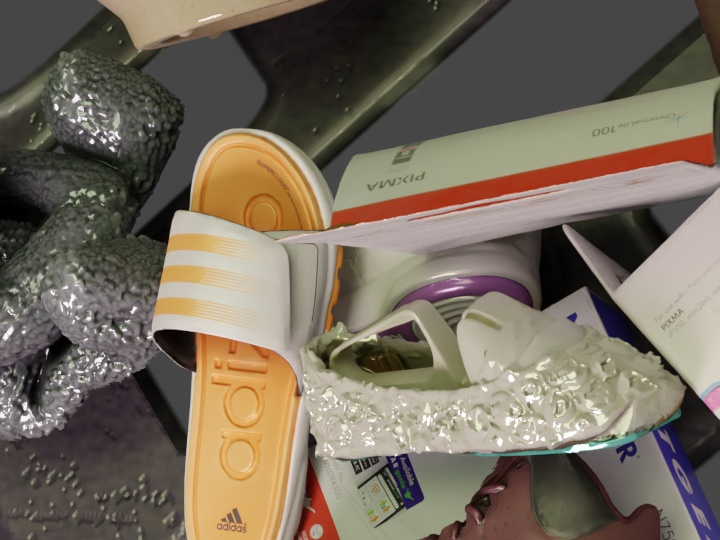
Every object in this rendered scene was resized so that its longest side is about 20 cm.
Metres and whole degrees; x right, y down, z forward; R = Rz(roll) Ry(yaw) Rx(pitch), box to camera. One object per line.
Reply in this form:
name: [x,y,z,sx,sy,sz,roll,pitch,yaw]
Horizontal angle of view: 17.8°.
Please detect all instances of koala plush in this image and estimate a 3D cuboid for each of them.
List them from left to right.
koala plush: [-0.210,-0.024,1.105,0.184,0.199,0.178,-41,38,30]

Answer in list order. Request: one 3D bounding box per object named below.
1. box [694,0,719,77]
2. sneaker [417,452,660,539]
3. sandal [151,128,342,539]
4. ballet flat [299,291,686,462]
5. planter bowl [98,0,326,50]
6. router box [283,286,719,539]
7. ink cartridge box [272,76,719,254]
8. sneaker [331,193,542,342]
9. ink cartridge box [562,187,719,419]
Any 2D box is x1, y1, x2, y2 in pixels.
box: [0.232,-0.121,0.934,0.163,0.166,0.202,-25,63,21]
sneaker: [0.037,0.122,0.964,0.198,0.076,0.117,2,69,18]
sandal: [-0.056,0.039,1.024,0.079,0.059,0.209,0,86,28]
ballet flat: [0.042,0.043,0.946,0.199,0.071,0.072,-10,68,47]
planter bowl: [-0.071,-0.187,1.125,0.199,0.200,0.136,-14,95,24]
router box: [0.069,0.138,1.005,0.179,0.049,0.201,-32,61,16]
ink cartridge box: [0.067,-0.044,0.910,0.161,0.200,0.058,-11,82,17]
sneaker: [0.000,0.000,1.090,0.198,0.075,0.100,-10,50,26]
ink cartridge box: [0.179,0.042,0.937,0.067,0.116,0.200,-44,59,8]
